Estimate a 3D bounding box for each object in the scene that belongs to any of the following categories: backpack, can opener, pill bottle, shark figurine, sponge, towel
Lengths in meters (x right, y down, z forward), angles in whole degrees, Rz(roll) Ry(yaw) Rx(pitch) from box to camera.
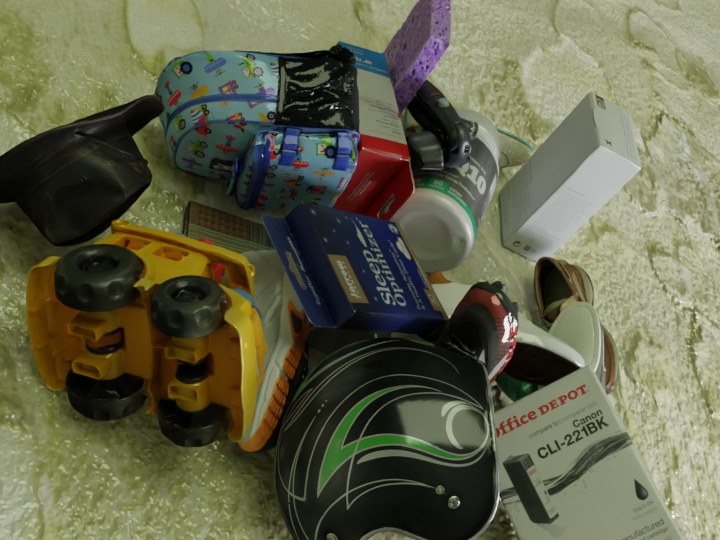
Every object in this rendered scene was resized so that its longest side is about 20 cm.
[{"bbox_3d":[-0.112,-0.145,1.043,0.196,0.183,0.137,2,72,-19],"label":"backpack"},{"bbox_3d":[0.084,-0.179,1.167,0.077,0.064,0.201,4,33,-12],"label":"can opener"},{"bbox_3d":[0.103,-0.101,1.212,0.112,0.113,0.201,35,43,-9],"label":"pill bottle"},{"bbox_3d":[-0.015,0.042,1.023,0.088,0.128,0.218,-11,65,7],"label":"shark figurine"},{"bbox_3d":[0.046,-0.238,1.211,0.029,0.200,0.113,20,48,-18],"label":"sponge"},{"bbox_3d":[-0.116,0.030,1.013,0.145,0.022,0.203,19,47,-25],"label":"towel"}]

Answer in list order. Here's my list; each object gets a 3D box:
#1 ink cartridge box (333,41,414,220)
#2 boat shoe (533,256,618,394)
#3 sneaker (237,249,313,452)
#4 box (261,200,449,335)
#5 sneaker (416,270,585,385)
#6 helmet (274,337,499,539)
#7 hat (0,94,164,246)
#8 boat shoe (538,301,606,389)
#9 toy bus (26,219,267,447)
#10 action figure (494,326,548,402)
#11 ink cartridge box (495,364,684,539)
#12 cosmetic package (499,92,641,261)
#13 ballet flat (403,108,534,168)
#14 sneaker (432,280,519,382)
[{"bbox_3d":[-0.008,-0.144,1.158,0.066,0.116,0.203,10,52,-30],"label":"ink cartridge box"},{"bbox_3d":[0.247,0.066,1.216,0.073,0.075,0.202,29,34,-33],"label":"boat shoe"},{"bbox_3d":[-0.095,0.070,0.940,0.090,0.076,0.203,4,60,16],"label":"sneaker"},{"bbox_3d":[0.000,0.000,0.955,0.198,0.032,0.122,7,50,-53],"label":"box"},{"bbox_3d":[0.153,0.055,1.075,0.197,0.073,0.086,24,50,-12],"label":"sneaker"},{"bbox_3d":[0.018,0.161,0.881,0.187,0.202,0.203,-1,52,0],"label":"helmet"},{"bbox_3d":[-0.244,-0.072,0.890,0.200,0.199,0.082,-33,95,-46],"label":"hat"},{"bbox_3d":[0.237,0.139,1.121,0.060,0.071,0.206,25,71,-46],"label":"boat shoe"},{"bbox_3d":[-0.152,0.034,0.866,0.197,0.138,0.192,14,31,17],"label":"toy bus"},{"bbox_3d":[0.121,0.070,1.136,0.198,0.055,0.119,32,46,-19],"label":"action figure"},{"bbox_3d":[0.214,0.219,1.015,0.202,0.142,0.084,65,5,23],"label":"ink cartridge box"},{"bbox_3d":[0.258,-0.113,1.274,0.073,0.200,0.103,21,47,-21],"label":"cosmetic package"},{"bbox_3d":[0.141,-0.169,1.346,0.197,0.067,0.063,23,74,-16],"label":"ballet flat"},{"bbox_3d":[0.090,0.099,0.984,0.071,0.202,0.097,39,41,19],"label":"sneaker"}]
